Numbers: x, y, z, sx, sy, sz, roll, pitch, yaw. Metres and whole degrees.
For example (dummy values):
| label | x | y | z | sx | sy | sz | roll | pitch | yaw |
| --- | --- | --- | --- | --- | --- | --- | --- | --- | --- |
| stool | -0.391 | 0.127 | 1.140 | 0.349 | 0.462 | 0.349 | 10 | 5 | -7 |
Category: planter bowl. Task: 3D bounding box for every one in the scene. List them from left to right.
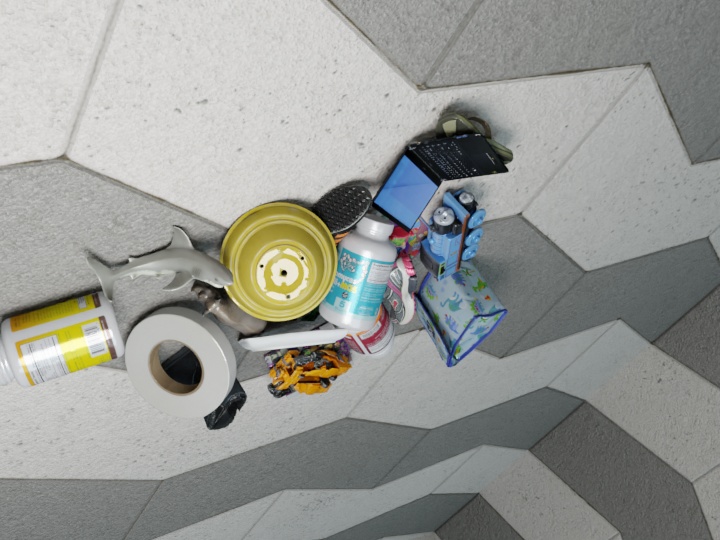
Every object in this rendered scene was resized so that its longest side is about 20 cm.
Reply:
| label | x | y | z | sx | sy | sz | roll | pitch | yaw |
| --- | --- | --- | --- | --- | --- | --- | --- | --- | --- |
| planter bowl | -0.127 | -0.004 | 1.153 | 0.198 | 0.083 | 0.203 | -3 | 103 | -13 |

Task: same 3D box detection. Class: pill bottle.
| label | x | y | z | sx | sy | sz | roll | pitch | yaw |
| --- | --- | --- | --- | --- | --- | --- | --- | --- | --- |
| pill bottle | -0.477 | 0.111 | 1.101 | 0.198 | 0.110 | 0.110 | -17 | 147 | -20 |
| pill bottle | 0.000 | 0.000 | 1.300 | 0.110 | 0.110 | 0.202 | 5 | 107 | -44 |
| pill bottle | 0.009 | 0.114 | 1.517 | 0.112 | 0.114 | 0.200 | -30 | 149 | 0 |

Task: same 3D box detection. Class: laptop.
| label | x | y | z | sx | sy | sz | roll | pitch | yaw |
| --- | --- | --- | --- | --- | --- | --- | --- | --- | --- |
| laptop | 0.142 | -0.148 | 1.244 | 0.198 | 0.105 | 0.177 | -5 | 166 | 26 |

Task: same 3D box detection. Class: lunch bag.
| label | x | y | z | sx | sy | sz | roll | pitch | yaw |
| --- | --- | --- | --- | --- | --- | --- | --- | --- | --- |
| lunch bag | 0.206 | 0.096 | 1.604 | 0.126 | 0.171 | 0.201 | -9 | 145 | -32 |

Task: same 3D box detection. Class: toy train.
| label | x | y | z | sx | sy | sz | roll | pitch | yaw |
| --- | --- | --- | --- | --- | --- | --- | --- | --- | --- |
| toy train | 0.181 | -0.071 | 1.412 | 0.114 | 0.087 | 0.201 | -31 | 151 | -19 |

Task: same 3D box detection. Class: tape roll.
| label | x | y | z | sx | sy | sz | roll | pitch | yaw |
| --- | --- | --- | --- | --- | --- | --- | --- | --- | --- |
| tape roll | -0.315 | 0.164 | 1.246 | 0.203 | 0.203 | 0.037 | -44 | -176 | 22 |

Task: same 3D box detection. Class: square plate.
| label | x | y | z | sx | sy | sz | roll | pitch | yaw |
| --- | --- | --- | --- | --- | --- | --- | --- | --- | --- |
| square plate | -0.133 | 0.135 | 1.379 | 0.196 | 0.029 | 0.200 | -5 | 174 | -14 |

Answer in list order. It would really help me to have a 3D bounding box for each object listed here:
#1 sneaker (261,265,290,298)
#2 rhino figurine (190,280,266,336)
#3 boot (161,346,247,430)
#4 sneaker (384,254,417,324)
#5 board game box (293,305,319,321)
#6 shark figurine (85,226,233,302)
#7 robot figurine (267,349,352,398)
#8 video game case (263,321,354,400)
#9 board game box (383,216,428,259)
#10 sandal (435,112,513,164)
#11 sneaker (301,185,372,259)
| label | x | y | z | sx | sy | sz | roll | pitch | yaw |
| --- | --- | --- | --- | --- | --- | --- | --- | --- | --- |
| sneaker | -0.153 | 0.019 | 1.274 | 0.199 | 0.088 | 0.077 | 20 | 101 | -41 |
| rhino figurine | -0.233 | 0.063 | 1.261 | 0.060 | 0.088 | 0.200 | -37 | 149 | 11 |
| boot | -0.313 | 0.236 | 1.362 | 0.200 | 0.169 | 0.076 | -42 | 147 | 20 |
| sneaker | 0.068 | 0.040 | 1.427 | 0.074 | 0.081 | 0.201 | -12 | 143 | -6 |
| board game box | -0.090 | 0.028 | 1.391 | 0.104 | 0.024 | 0.201 | 3 | 136 | -39 |
| shark figurine | -0.308 | -0.023 | 1.112 | 0.212 | 0.128 | 0.090 | -2 | 116 | -12 |
| robot figurine | -0.116 | 0.221 | 1.545 | 0.145 | 0.058 | 0.199 | -46 | 147 | 21 |
| video game case | -0.112 | 0.205 | 1.618 | 0.180 | 0.036 | 0.201 | -27 | 149 | -8 |
| board game box | 0.071 | -0.040 | 1.419 | 0.157 | 0.039 | 0.200 | -37 | 149 | 10 |
| sandal | 0.197 | -0.232 | 1.239 | 0.079 | 0.058 | 0.200 | -7 | 165 | 38 |
| sneaker | -0.057 | -0.075 | 1.252 | 0.200 | 0.070 | 0.090 | -41 | 170 | 9 |
